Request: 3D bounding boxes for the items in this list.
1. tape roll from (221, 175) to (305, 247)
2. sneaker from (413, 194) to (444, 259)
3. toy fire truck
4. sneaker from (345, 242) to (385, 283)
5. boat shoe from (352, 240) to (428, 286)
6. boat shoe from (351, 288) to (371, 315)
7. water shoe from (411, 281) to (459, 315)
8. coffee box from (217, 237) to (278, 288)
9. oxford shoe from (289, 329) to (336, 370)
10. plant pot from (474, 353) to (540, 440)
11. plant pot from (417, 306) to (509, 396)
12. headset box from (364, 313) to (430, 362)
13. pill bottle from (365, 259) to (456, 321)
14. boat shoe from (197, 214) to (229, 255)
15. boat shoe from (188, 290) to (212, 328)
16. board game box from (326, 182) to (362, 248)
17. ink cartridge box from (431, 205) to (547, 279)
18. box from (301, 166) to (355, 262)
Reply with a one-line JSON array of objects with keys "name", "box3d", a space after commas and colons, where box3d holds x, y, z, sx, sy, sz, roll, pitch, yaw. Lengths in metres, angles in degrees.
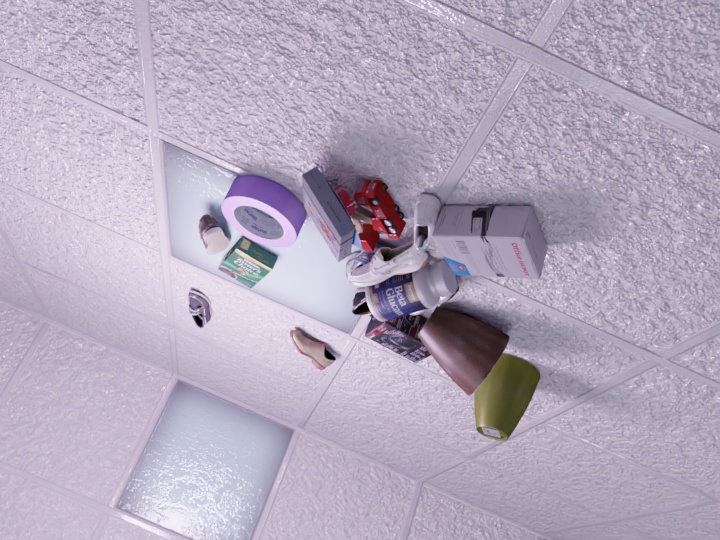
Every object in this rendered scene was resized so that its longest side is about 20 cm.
[{"name": "tape roll", "box3d": [-0.234, -0.140, 1.691, 0.197, 0.066, 0.201, 18, 152, 10]}, {"name": "sneaker", "box3d": [0.145, -0.070, 1.504, 0.074, 0.090, 0.201, 7, 149, 24]}, {"name": "toy fire truck", "box3d": [0.024, -0.120, 1.548, 0.139, 0.049, 0.201, 5, 145, 37]}, {"name": "sneaker", "box3d": [0.000, 0.000, 1.740, 0.076, 0.086, 0.200, 26, 153, -7]}, {"name": "boat shoe", "box3d": [0.057, -0.023, 1.589, 0.198, 0.071, 0.070, -19, 118, 27]}, {"name": "boat shoe", "box3d": [0.055, 0.083, 1.870, 0.198, 0.068, 0.072, -11, 137, 45]}, {"name": "water shoe", "box3d": [0.167, 0.048, 1.740, 0.079, 0.072, 0.199, 50, 143, -6]}, {"name": "coffee box", "box3d": [-0.325, -0.019, 1.993, 0.122, 0.044, 0.199, 32, 151, -16]}, {"name": "oxford shoe", "box3d": [-0.160, 0.255, 2.356, 0.074, 0.071, 0.200, -28, 127, 23]}, {"name": "plant pot", "box3d": [0.394, 0.367, 1.970, 0.184, 0.202, 0.188, 17, 153, 9]}, {"name": "plant pot", "box3d": [0.254, 0.188, 1.815, 0.199, 0.188, 0.187, 36, 154, 6]}, {"name": "headset box", "box3d": [0.115, 0.171, 1.967, 0.198, 0.078, 0.149, 29, 151, -11]}, {"name": "pill bottle", "box3d": [0.119, 0.042, 1.626, 0.198, 0.112, 0.111, -19, 135, 28]}, {"name": "boat shoe", "box3d": [-0.403, -0.095, 1.901, 0.060, 0.071, 0.200, 62, 169, 10]}, {"name": "boat shoe", "box3d": [-0.562, 0.137, 2.428, 0.071, 0.063, 0.201, 17, 152, 10]}, {"name": "board game box", "box3d": [-0.034, -0.133, 1.514, 0.160, 0.039, 0.200, 62, 170, -16]}, {"name": "ink cartridge box", "box3d": [0.269, -0.058, 1.436, 0.197, 0.085, 0.145, 4, 148, 33]}, {"name": "box", "box3d": [-0.070, -0.116, 1.504, 0.157, 0.041, 0.200, 58, 171, 9]}]
